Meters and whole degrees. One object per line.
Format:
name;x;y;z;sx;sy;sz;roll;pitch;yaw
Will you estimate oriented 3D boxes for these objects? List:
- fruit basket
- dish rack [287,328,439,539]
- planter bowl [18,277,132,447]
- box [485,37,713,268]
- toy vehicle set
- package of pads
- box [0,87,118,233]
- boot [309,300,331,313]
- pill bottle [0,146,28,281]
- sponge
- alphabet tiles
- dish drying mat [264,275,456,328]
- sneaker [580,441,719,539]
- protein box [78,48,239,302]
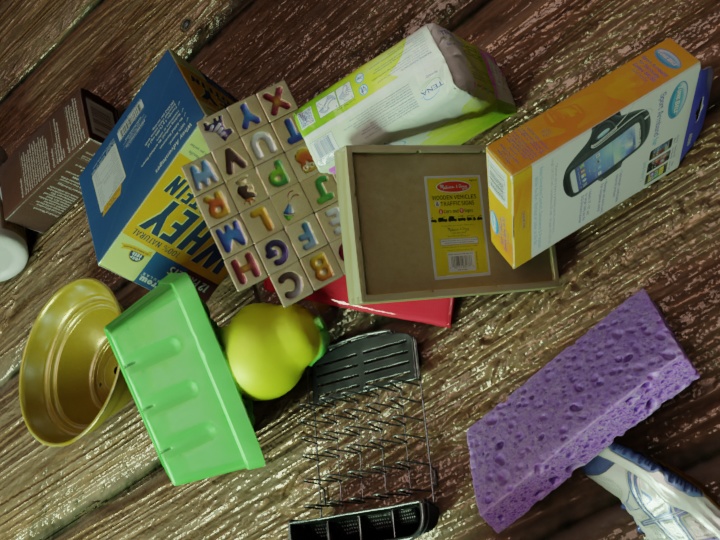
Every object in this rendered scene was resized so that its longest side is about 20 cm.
fruit basket;-0.135;0.092;0.826;0.155;0.211;0.221;-1;71;69
dish rack;0.000;0.159;0.781;0.151;0.054;0.205;-18;65;29
planter bowl;-0.330;0.118;1.013;0.196;0.083;0.206;-11;69;32
box;0.191;-0.096;0.649;0.197;0.120;0.042;-32;56;-10
toy vehicle set;0.077;-0.041;0.694;0.026;0.195;0.128;165;101;-66
package of pads;0.052;-0.147;0.750;0.152;0.199;0.070;-28;83;25
box;-0.436;-0.156;1.187;0.198;0.074;0.102;-34;59;21
boot;-0.039;-0.071;0.873;0.143;0.070;0.204;-36;62;21
pill bottle;-0.572;-0.094;1.236;0.113;0.114;0.203;-34;58;22
sponge;0.168;0.109;0.651;0.200;0.030;0.112;-43;15;17
alphabet tiles;-0.074;-0.077;0.790;0.164;0.006;0.203;-26;82;-8
dish drying mat;0.000;0.000;0.805;0.195;0.018;0.079;10;94;13
sneaker;0.232;0.197;0.588;0.198;0.075;0.090;30;97;40
protein box;-0.205;-0.105;0.935;0.200;0.134;0.201;-50;39;12
